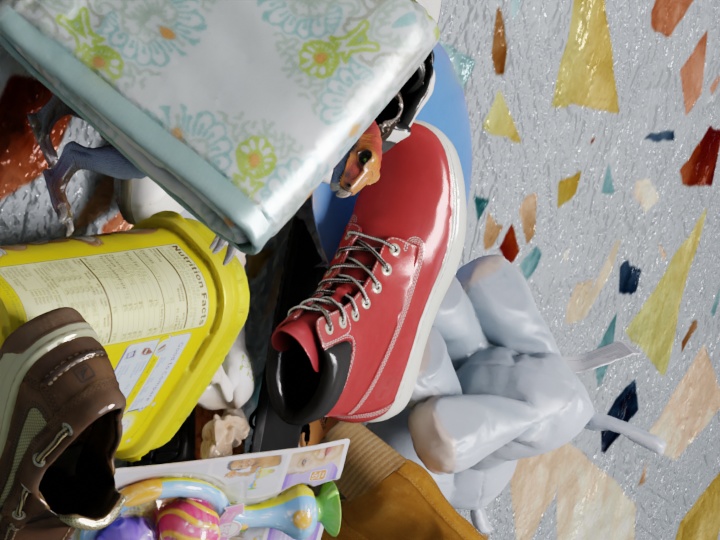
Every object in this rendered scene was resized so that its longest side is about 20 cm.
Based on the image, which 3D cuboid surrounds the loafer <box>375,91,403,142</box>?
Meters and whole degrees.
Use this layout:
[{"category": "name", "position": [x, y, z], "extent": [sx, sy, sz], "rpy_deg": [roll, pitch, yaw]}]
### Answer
[{"category": "loafer", "position": [-0.060, -0.118, 1.299], "extent": [0.199, 0.071, 0.074], "rpy_deg": [9, 85, -21]}]

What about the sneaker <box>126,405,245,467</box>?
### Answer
[{"category": "sneaker", "position": [-0.114, 0.161, 1.481], "extent": [0.092, 0.075, 0.201], "rpy_deg": [-33, 132, -87]}]

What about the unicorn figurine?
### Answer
[{"category": "unicorn figurine", "position": [-0.091, 0.016, 1.409], "extent": [0.137, 0.073, 0.201], "rpy_deg": [-2, 99, -69]}]

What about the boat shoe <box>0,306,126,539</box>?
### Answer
[{"category": "boat shoe", "position": [-0.159, 0.110, 1.174], "extent": [0.074, 0.075, 0.203], "rpy_deg": [-30, 154, -29]}]

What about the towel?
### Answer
[{"category": "towel", "position": [-0.079, -0.132, 1.196], "extent": [0.171, 0.200, 0.048], "rpy_deg": [-50, -176, -19]}]

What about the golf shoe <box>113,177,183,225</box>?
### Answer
[{"category": "golf shoe", "position": [-0.069, -0.097, 1.363], "extent": [0.200, 0.092, 0.073], "rpy_deg": [-51, 148, -28]}]

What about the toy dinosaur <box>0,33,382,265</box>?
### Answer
[{"category": "toy dinosaur", "position": [-0.084, -0.077, 1.227], "extent": [0.180, 0.105, 0.201], "rpy_deg": [-20, 128, -2]}]

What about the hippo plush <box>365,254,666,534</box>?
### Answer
[{"category": "hippo plush", "position": [0.076, 0.091, 1.603], "extent": [0.199, 0.160, 0.161], "rpy_deg": [-1, 153, -25]}]

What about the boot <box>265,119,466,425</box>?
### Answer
[{"category": "boot", "position": [0.000, 0.000, 1.435], "extent": [0.144, 0.072, 0.201], "rpy_deg": [5, 99, -63]}]

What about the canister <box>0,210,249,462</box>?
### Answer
[{"category": "canister", "position": [-0.170, 0.047, 1.254], "extent": [0.200, 0.087, 0.149], "rpy_deg": [-9, 138, -56]}]

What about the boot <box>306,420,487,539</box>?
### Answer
[{"category": "boot", "position": [0.009, 0.197, 1.557], "extent": [0.071, 0.144, 0.201], "rpy_deg": [-36, 165, -34]}]

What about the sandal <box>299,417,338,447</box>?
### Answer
[{"category": "sandal", "position": [0.025, 0.061, 1.649], "extent": [0.207, 0.059, 0.079], "rpy_deg": [-55, 148, -26]}]

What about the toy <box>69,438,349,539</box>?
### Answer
[{"category": "toy", "position": [-0.104, 0.162, 1.369], "extent": [0.199, 0.047, 0.116], "rpy_deg": [-8, 140, -22]}]

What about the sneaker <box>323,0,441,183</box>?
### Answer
[{"category": "sneaker", "position": [0.024, -0.137, 1.467], "extent": [0.074, 0.080, 0.201], "rpy_deg": [46, 44, -27]}]

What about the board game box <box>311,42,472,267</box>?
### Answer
[{"category": "board game box", "position": [0.009, -0.074, 1.555], "extent": [0.200, 0.039, 0.159], "rpy_deg": [-30, 118, -51]}]

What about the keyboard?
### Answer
[{"category": "keyboard", "position": [-0.059, 0.072, 1.503], "extent": [0.104, 0.039, 0.201], "rpy_deg": [67, 28, -55]}]
